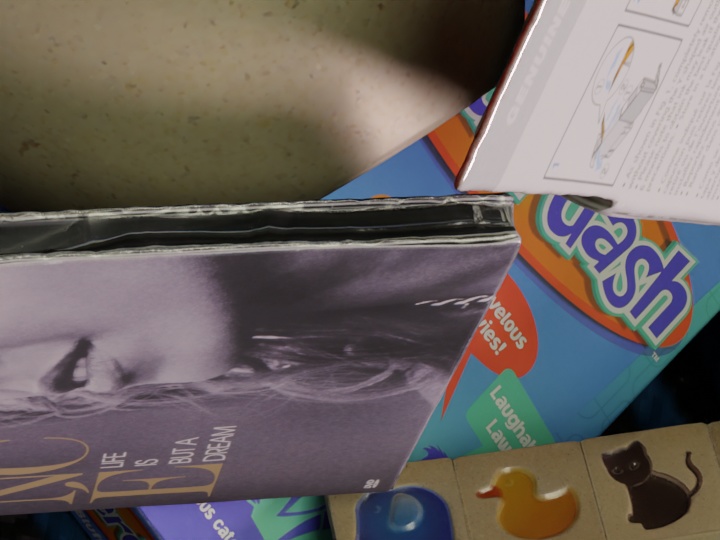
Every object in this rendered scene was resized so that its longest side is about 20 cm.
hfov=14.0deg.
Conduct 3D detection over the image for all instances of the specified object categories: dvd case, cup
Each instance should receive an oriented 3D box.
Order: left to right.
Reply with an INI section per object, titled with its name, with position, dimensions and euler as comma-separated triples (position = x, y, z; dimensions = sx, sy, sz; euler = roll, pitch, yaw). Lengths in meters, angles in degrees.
[dvd case]
position = -0.077, 0.024, 0.639
dimensions = 0.200, 0.149, 0.016
euler = -2, 67, -12
[cup]
position = -0.042, -0.083, 0.661
dimensions = 0.200, 0.200, 0.143
euler = -34, 96, -29

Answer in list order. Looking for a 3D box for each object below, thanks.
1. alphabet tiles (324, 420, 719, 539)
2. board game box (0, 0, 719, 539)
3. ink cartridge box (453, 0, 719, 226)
[alphabet tiles]
position = 0.069, 0.108, 0.696
dimensions = 0.200, 0.008, 0.167
euler = -8, 52, -5
[board game box]
position = 0.000, 0.000, 0.779
dimensions = 0.200, 0.045, 0.152
euler = -44, 108, -27
[ink cartridge box]
position = 0.080, -0.107, 0.615
dimensions = 0.174, 0.044, 0.200
euler = 3, 114, -63
